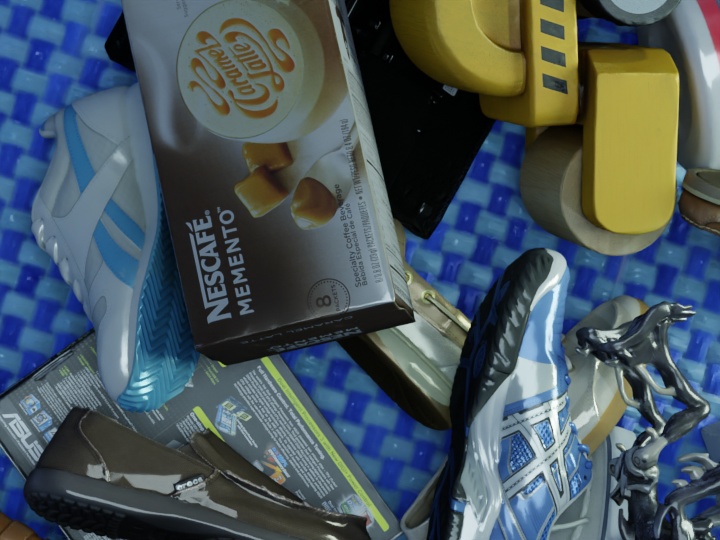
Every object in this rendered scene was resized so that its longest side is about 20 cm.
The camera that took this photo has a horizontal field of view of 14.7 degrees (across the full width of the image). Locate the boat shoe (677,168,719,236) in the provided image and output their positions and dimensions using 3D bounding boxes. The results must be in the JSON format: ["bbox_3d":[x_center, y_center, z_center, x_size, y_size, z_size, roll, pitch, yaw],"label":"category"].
[{"bbox_3d":[0.253,-0.005,1.586,0.200,0.072,0.068,15,105,-36],"label":"boat shoe"}]

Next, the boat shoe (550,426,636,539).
[{"bbox_3d":[0.102,0.183,1.604,0.086,0.075,0.202,12,97,-4],"label":"boat shoe"}]

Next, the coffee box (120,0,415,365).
[{"bbox_3d":[-0.050,-0.060,1.510,0.114,0.080,0.200,-13,79,7],"label":"coffee box"}]

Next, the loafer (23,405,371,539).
[{"bbox_3d":[-0.081,0.120,1.529,0.200,0.073,0.071,17,68,-15],"label":"loafer"}]

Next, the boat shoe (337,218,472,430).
[{"bbox_3d":[0.000,0.000,1.593,0.066,0.074,0.200,-43,97,-19],"label":"boat shoe"}]

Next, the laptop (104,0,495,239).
[{"bbox_3d":[-0.012,-0.147,1.618,0.200,0.103,0.177,31,86,-32],"label":"laptop"}]

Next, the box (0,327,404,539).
[{"bbox_3d":[-0.096,0.114,1.587,0.160,0.044,0.200,-37,95,-7],"label":"box"}]

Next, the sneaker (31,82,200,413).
[{"bbox_3d":[-0.135,-0.009,1.541,0.081,0.077,0.200,-15,58,16],"label":"sneaker"}]

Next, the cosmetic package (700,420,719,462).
[{"bbox_3d":[0.314,0.094,1.609,0.200,0.113,0.081,-21,92,-9],"label":"cosmetic package"}]

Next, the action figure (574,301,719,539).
[{"bbox_3d":[0.180,0.120,1.519,0.102,0.119,0.200,-7,79,-17],"label":"action figure"}]

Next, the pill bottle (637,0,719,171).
[{"bbox_3d":[0.270,-0.133,1.600,0.200,0.120,0.120,-14,91,-8],"label":"pill bottle"}]

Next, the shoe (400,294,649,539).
[{"bbox_3d":[0.096,0.090,1.592,0.053,0.070,0.200,41,81,-24],"label":"shoe"}]

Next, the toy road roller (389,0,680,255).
[{"bbox_3d":[0.095,-0.109,1.558,0.146,0.123,0.200,-4,98,-14],"label":"toy road roller"}]

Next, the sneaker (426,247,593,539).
[{"bbox_3d":[0.090,0.087,1.536,0.077,0.076,0.200,11,92,-8],"label":"sneaker"}]

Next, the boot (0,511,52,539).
[{"bbox_3d":[-0.155,0.177,1.511,0.155,0.200,0.074,47,47,0],"label":"boot"}]
